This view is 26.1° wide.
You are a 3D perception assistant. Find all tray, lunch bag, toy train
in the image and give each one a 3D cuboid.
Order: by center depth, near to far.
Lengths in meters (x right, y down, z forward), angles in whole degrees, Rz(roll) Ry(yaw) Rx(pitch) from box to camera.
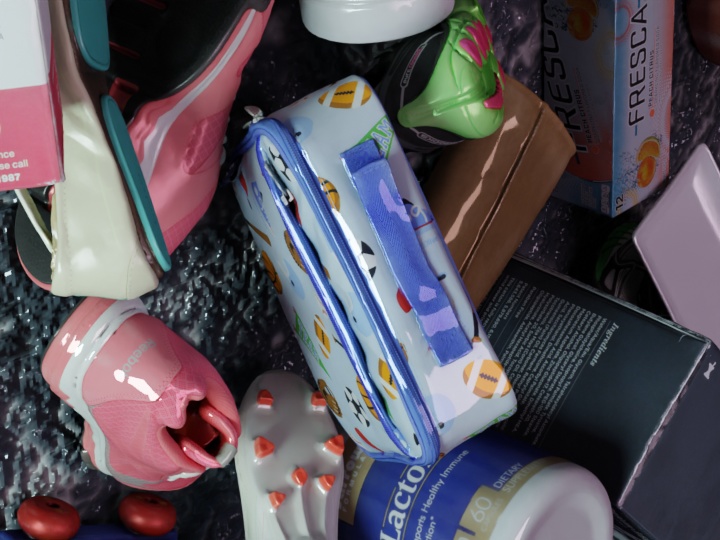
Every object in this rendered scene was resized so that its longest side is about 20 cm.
[{"bbox_3d":[0.000,0.000,0.798,0.075,0.160,0.202,-28,93,-13],"label":"lunch bag"},{"bbox_3d":[-0.101,0.184,0.865,0.199,0.115,0.086,7,104,-48],"label":"toy train"},{"bbox_3d":[0.254,0.018,1.122,0.108,0.022,0.201,-48,121,-28],"label":"tray"}]

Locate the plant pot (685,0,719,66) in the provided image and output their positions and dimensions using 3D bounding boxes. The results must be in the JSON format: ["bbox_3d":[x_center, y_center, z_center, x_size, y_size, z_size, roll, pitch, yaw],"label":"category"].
[{"bbox_3d":[0.354,-0.201,1.116,0.199,0.194,0.203,-22,123,-39],"label":"plant pot"}]

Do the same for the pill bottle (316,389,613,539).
[{"bbox_3d":[0.042,0.143,0.934,0.115,0.199,0.117,-19,117,-42],"label":"pill bottle"}]

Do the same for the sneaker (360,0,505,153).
[{"bbox_3d":[0.036,-0.111,0.873,0.200,0.083,0.078,-61,133,-77],"label":"sneaker"}]

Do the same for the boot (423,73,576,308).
[{"bbox_3d":[0.043,-0.037,0.966,0.201,0.066,0.175,-60,142,-12],"label":"boot"}]

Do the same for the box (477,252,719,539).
[{"bbox_3d":[0.165,0.101,1.050,0.200,0.195,0.125,40,78,-47],"label":"box"}]

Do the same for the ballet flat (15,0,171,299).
[{"bbox_3d":[-0.141,-0.082,0.718,0.069,0.069,0.203,-7,80,-44],"label":"ballet flat"}]

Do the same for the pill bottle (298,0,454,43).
[{"bbox_3d":[-0.002,-0.226,0.790,0.112,0.112,0.202,-31,129,-33],"label":"pill bottle"}]

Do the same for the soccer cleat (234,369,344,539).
[{"bbox_3d":[-0.040,0.154,0.884,0.068,0.202,0.078,3,147,-28],"label":"soccer cleat"}]

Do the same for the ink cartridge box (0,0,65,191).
[{"bbox_3d":[-0.197,-0.133,0.600,0.143,0.084,0.202,-6,117,-7],"label":"ink cartridge box"}]

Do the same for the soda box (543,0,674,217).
[{"bbox_3d":[0.166,-0.143,1.043,0.068,0.063,0.202,-26,124,-36],"label":"soda box"}]

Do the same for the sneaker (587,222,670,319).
[{"bbox_3d":[0.242,0.006,1.175,0.198,0.085,0.079,-13,117,-42],"label":"sneaker"}]

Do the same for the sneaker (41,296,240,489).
[{"bbox_3d":[-0.099,0.083,0.804,0.074,0.086,0.201,-51,160,-14],"label":"sneaker"}]

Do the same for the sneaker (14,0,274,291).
[{"bbox_3d":[-0.100,-0.074,0.800,0.201,0.073,0.087,-59,149,1],"label":"sneaker"}]
